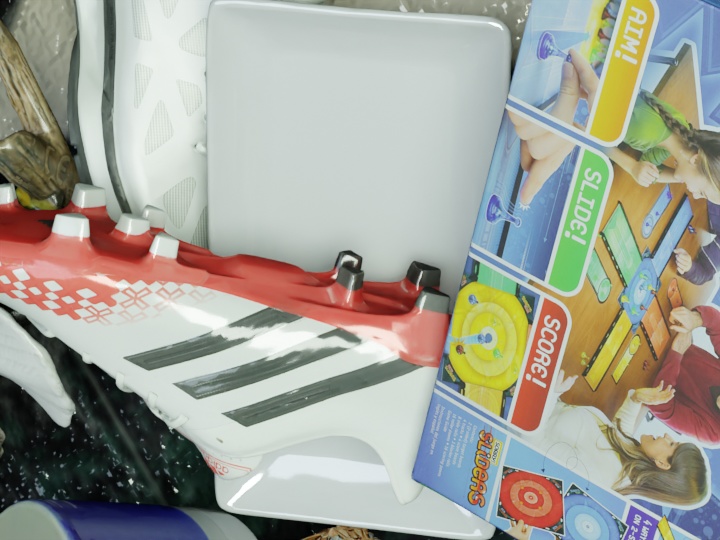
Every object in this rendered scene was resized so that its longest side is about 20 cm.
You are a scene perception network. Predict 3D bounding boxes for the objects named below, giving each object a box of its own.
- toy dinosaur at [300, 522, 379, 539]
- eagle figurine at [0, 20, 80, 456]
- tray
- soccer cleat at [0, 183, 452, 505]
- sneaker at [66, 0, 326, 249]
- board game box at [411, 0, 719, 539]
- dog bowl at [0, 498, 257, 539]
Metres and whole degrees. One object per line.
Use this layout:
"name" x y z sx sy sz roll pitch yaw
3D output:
"toy dinosaur" -0.020 0.200 0.891 0.136 0.102 0.201 38 134 45
"eagle figurine" -0.183 0.015 0.913 0.199 0.151 0.153 -24 80 10
"tray" 0.000 0.000 0.836 0.106 0.022 0.201 6 115 12
"soccer cleat" -0.060 0.026 0.804 0.198 0.069 0.086 12 103 -3
"sneaker" -0.043 -0.081 0.846 0.115 0.075 0.202 -10 91 34
"board game box" 0.097 0.009 0.723 0.135 0.034 0.201 29 123 25
"dog bowl" -0.096 0.186 0.868 0.200 0.078 0.202 -29 57 59
